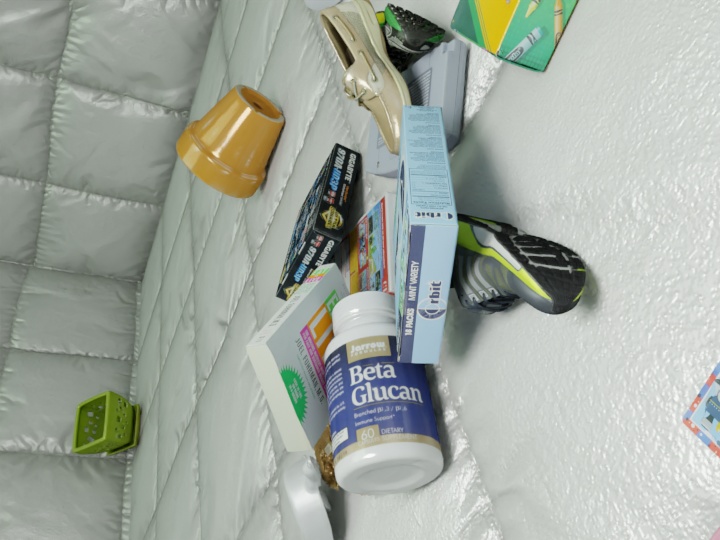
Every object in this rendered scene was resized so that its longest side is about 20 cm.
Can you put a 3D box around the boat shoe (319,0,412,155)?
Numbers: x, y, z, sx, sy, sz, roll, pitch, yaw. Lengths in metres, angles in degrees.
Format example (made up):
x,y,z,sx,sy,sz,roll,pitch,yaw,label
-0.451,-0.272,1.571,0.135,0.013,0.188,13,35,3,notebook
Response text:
x,y,z,sx,sy,sz,roll,pitch,yaw,label
0.008,-0.223,0.807,0.072,0.065,0.201,141,111,-73,boat shoe

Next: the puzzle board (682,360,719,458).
x,y,z,sx,sy,sz,roll,pitch,yaw,label
0.260,0.079,0.329,0.200,0.017,0.151,-122,47,-56,puzzle board

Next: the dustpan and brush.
x,y,z,sx,sy,sz,roll,pitch,yaw,label
-0.063,0.282,0.866,0.200,0.057,0.140,73,173,-55,dustpan and brush

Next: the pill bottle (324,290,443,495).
x,y,z,sx,sy,sz,roll,pitch,yaw,label
0.018,0.126,0.737,0.111,0.111,0.201,126,146,-44,pill bottle

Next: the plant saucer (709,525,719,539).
x,y,z,sx,sy,sz,roll,pitch,yaw,label
0.231,0.189,0.279,0.200,0.051,0.202,179,90,-68,plant saucer

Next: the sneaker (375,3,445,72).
x,y,z,sx,sy,sz,roll,pitch,yaw,label
0.049,-0.280,0.865,0.200,0.078,0.086,-117,48,-74,sneaker

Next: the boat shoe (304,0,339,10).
x,y,z,sx,sy,sz,roll,pitch,yaw,label
-0.041,-0.550,1.197,0.200,0.071,0.068,-49,40,46,boat shoe

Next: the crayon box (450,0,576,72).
x,y,z,sx,sy,sz,roll,pitch,yaw,label
0.167,-0.304,0.642,0.119,0.058,0.201,-117,43,-54,crayon box

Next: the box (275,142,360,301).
x,y,z,sx,sy,sz,roll,pitch,yaw,label
-0.063,-0.070,1.020,0.201,0.046,0.159,-80,18,-44,box

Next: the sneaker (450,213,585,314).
x,y,z,sx,sy,sz,roll,pitch,yaw,label
0.128,0.006,0.605,0.200,0.074,0.081,-130,47,-70,sneaker

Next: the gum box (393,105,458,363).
x,y,z,sx,sy,sz,roll,pitch,yaw,label
0.059,-0.039,0.680,0.200,0.044,0.170,-88,0,-49,gum box

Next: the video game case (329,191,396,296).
x,y,z,sx,sy,sz,roll,pitch,yaw,label
0.000,0.000,0.946,0.200,0.017,0.144,138,137,-55,video game case

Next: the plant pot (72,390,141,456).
x,y,z,sx,sy,sz,roll,pitch,yaw,label
-0.967,0.601,2.635,0.199,0.181,0.200,-25,54,27,plant pot

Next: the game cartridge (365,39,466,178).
x,y,z,sx,sy,sz,roll,pitch,yaw,label
0.066,-0.188,0.855,0.200,0.040,0.134,-12,66,65,game cartridge

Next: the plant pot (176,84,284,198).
x,y,z,sx,sy,sz,roll,pitch,yaw,label
-0.265,-0.291,1.479,0.183,0.200,0.201,-49,35,23,plant pot

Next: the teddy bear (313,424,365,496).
x,y,z,sx,sy,sz,roll,pitch,yaw,label
-0.020,0.204,0.863,0.200,0.066,0.146,-23,78,62,teddy bear

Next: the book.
x,y,z,sx,sy,sz,roll,pitch,yaw,label
-0.056,0.092,0.792,0.200,0.048,0.134,-53,-51,-58,book
